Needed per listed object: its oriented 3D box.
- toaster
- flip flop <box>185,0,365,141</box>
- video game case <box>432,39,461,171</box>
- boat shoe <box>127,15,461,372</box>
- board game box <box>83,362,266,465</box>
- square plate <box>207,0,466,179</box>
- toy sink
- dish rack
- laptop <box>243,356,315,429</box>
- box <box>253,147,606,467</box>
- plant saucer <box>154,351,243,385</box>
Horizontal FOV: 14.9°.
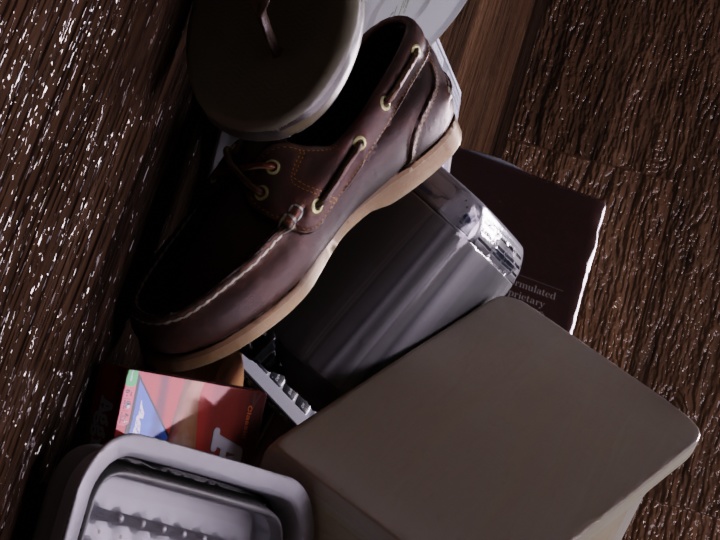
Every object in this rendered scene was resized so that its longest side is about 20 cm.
[{"bbox_3d":[0.000,0.000,1.373,0.129,0.114,0.200,-49,163,1],"label":"toaster"},{"bbox_3d":[-0.031,-0.153,1.163,0.058,0.081,0.200,30,74,-63],"label":"flip flop"},{"bbox_3d":[0.014,-0.090,1.576,0.200,0.023,0.182,64,30,-51],"label":"video game case"},{"bbox_3d":[-0.035,-0.039,1.246,0.200,0.070,0.070,-46,136,-28],"label":"boat shoe"},{"bbox_3d":[-0.098,0.145,1.224,0.103,0.019,0.200,13,88,-56],"label":"board game box"},{"bbox_3d":[0.011,-0.133,1.323,0.198,0.028,0.200,-43,166,-32],"label":"square plate"},{"bbox_3d":[0.048,0.119,1.323,0.200,0.130,0.112,-32,151,-48],"label":"toy sink"},{"bbox_3d":[-0.100,0.172,1.175,0.172,0.044,0.200,22,81,-53],"label":"dish rack"},{"bbox_3d":[-0.003,-0.016,1.565,0.116,0.200,0.187,-30,-157,33],"label":"laptop"},{"bbox_3d":[0.040,0.045,1.781,0.164,0.166,0.200,117,-8,-59],"label":"box"},{"bbox_3d":[-0.096,0.116,1.414,0.200,0.032,0.201,15,90,-85],"label":"plant saucer"}]
